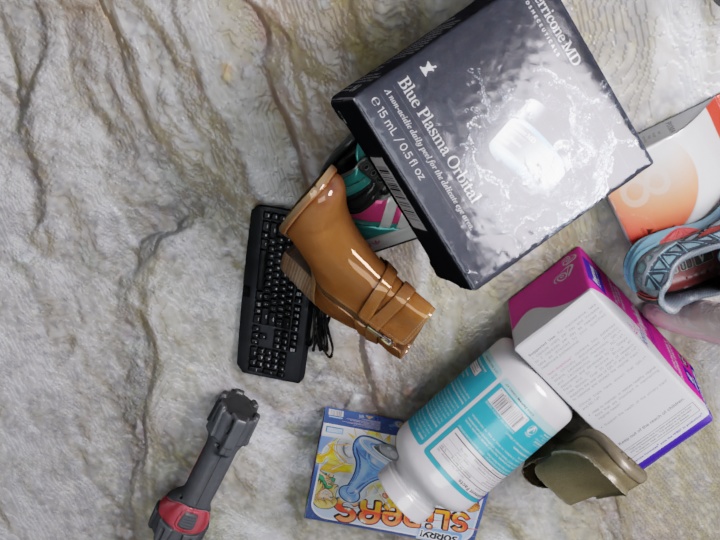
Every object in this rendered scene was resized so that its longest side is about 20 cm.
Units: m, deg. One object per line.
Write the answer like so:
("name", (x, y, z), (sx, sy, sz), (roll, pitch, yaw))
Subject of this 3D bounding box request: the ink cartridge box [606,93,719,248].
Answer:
("ink cartridge box", (0.346, -0.079, 1.107), (0.199, 0.050, 0.163), (-25, 114, 18))

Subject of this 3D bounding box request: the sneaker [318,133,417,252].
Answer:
("sneaker", (0.043, -0.099, 1.098), (0.199, 0.084, 0.121), (-20, 124, 14))

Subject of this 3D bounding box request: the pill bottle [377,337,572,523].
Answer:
("pill bottle", (0.113, 0.172, 1.187), (0.200, 0.111, 0.111), (-42, 109, 8))

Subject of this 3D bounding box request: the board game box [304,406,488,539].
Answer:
("board game box", (0.045, 0.234, 1.292), (0.198, 0.035, 0.136), (10, 117, -2))

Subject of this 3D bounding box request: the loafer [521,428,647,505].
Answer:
("loafer", (0.226, 0.207, 1.179), (0.076, 0.200, 0.068), (41, 78, -5))

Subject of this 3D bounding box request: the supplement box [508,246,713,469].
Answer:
("supplement box", (0.252, 0.091, 1.170), (0.103, 0.101, 0.200), (-41, 109, 21))

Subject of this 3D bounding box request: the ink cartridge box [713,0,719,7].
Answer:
("ink cartridge box", (0.411, -0.251, 0.960), (0.198, 0.146, 0.084), (3, 116, 1))

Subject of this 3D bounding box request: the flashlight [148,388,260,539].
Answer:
("flashlight", (-0.173, 0.223, 1.285), (0.068, 0.068, 0.201), (37, 113, 22))

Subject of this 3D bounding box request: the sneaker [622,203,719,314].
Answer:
("sneaker", (0.350, -0.014, 1.068), (0.199, 0.096, 0.080), (-29, 114, 8))

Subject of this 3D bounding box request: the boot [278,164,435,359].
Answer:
("boot", (0.000, 0.000, 1.060), (0.155, 0.077, 0.200), (38, 149, 11))

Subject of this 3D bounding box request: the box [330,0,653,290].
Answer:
("box", (0.112, -0.123, 1.009), (0.199, 0.117, 0.197), (-35, 102, -6))

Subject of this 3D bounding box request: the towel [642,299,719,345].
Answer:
("towel", (0.394, 0.064, 1.105), (0.189, 0.200, 0.033), (16, 87, -8))

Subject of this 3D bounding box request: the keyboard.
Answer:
("keyboard", (-0.074, 0.034, 1.193), (0.103, 0.040, 0.202), (7, 118, 0))
